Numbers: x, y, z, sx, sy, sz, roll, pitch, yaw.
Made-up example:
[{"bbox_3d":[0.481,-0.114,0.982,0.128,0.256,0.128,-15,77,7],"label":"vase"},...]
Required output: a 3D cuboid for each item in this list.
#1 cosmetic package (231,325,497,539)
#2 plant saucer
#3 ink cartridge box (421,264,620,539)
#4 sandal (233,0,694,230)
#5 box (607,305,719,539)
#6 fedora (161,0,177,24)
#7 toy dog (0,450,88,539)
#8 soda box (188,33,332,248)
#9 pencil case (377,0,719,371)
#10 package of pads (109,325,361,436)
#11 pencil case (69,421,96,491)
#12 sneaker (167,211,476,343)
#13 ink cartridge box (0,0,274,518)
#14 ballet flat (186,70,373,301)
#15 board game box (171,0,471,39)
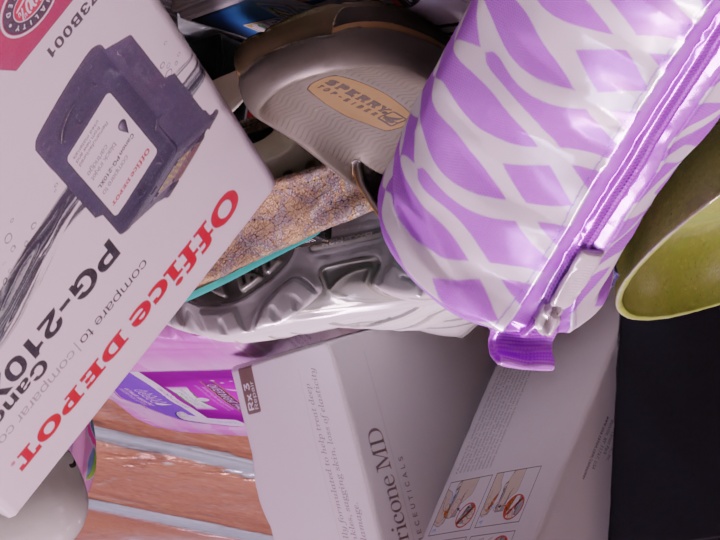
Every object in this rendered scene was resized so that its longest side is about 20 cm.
[{"bbox_3d":[0.053,0.068,1.261,0.199,0.114,0.081,-16,180,-38],"label":"cosmetic package"},{"bbox_3d":[0.165,-0.045,0.949,0.199,0.031,0.200,-25,166,-7],"label":"plant saucer"},{"bbox_3d":[0.131,0.098,1.204,0.175,0.201,0.084,38,151,-24],"label":"ink cartridge box"},{"bbox_3d":[0.039,-0.032,0.956,0.081,0.055,0.200,-26,149,30],"label":"sandal"},{"bbox_3d":[0.205,0.061,1.138,0.199,0.200,0.123,16,159,-36],"label":"box"},{"bbox_3d":[-0.163,-0.056,0.980,0.090,0.178,0.199,34,-143,29],"label":"fedora"},{"bbox_3d":[-0.191,0.071,0.982,0.131,0.097,0.200,26,-144,30],"label":"toy dog"},{"bbox_3d":[-0.101,-0.036,1.143,0.199,0.064,0.071,-10,157,43],"label":"soda box"},{"bbox_3d":[0.071,-0.060,0.830,0.083,0.086,0.200,7,139,-19],"label":"pencil case"},{"bbox_3d":[-0.072,0.020,1.319,0.120,0.076,0.200,2,165,17],"label":"package of pads"},{"bbox_3d":[-0.150,0.043,1.165,0.087,0.088,0.200,5,161,1],"label":"pencil case"},{"bbox_3d":[0.000,0.000,1.171,0.199,0.078,0.099,-2,162,28],"label":"sneaker"},{"bbox_3d":[-0.124,-0.035,0.878,0.084,0.145,0.200,33,168,28],"label":"ink cartridge box"},{"bbox_3d":[-0.011,-0.048,1.024,0.199,0.068,0.068,-25,-150,-22],"label":"ballet flat"},{"bbox_3d":[0.055,-0.086,0.952,0.199,0.035,0.126,14,162,-38],"label":"board game box"}]
